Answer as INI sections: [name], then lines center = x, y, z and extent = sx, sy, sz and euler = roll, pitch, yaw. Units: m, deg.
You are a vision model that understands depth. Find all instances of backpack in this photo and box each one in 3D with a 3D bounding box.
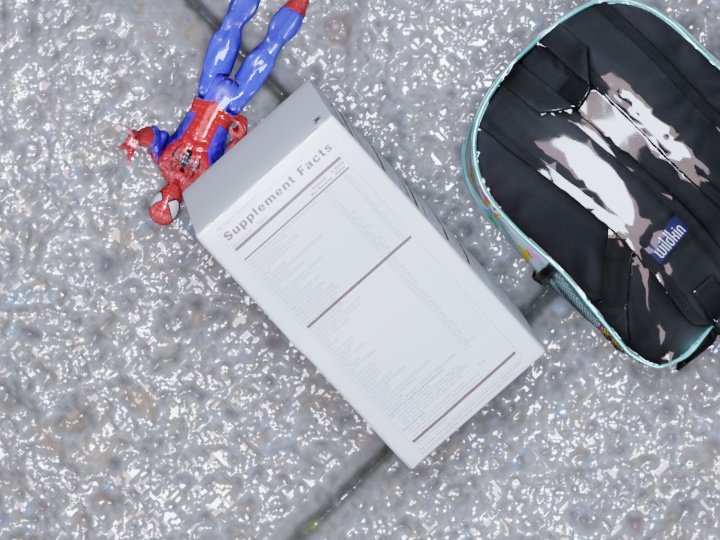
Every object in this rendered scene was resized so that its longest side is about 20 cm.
[backpack]
center = 0.161, -0.062, 1.640
extent = 0.200, 0.153, 0.176
euler = 43, 92, -7

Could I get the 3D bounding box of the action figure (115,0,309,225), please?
[action figure]
center = -0.087, -0.118, 1.692
extent = 0.065, 0.099, 0.200
euler = 27, 96, 5

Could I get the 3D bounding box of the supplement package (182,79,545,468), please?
[supplement package]
center = 0.000, 0.000, 1.649
extent = 0.114, 0.110, 0.200
euler = -41, 107, 4
